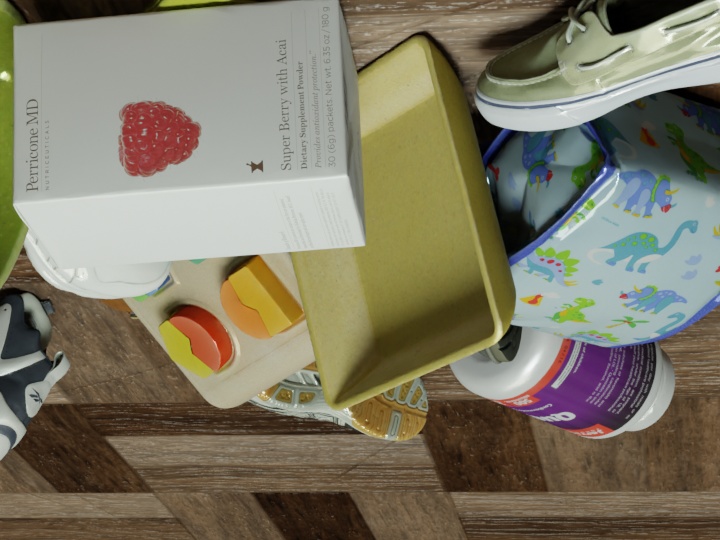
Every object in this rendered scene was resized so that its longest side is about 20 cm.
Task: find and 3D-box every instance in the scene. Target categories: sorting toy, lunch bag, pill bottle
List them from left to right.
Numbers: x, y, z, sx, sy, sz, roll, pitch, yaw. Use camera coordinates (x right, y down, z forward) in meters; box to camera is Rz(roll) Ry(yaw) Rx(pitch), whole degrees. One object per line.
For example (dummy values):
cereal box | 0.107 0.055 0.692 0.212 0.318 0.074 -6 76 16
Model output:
sorting toy | -0.117 0.007 1.532 0.200 0.036 0.185 48 139 -9
pill bottle | 0.167 0.070 1.710 0.112 0.113 0.200 -16 152 39
lunch bag | 0.156 -0.027 1.402 0.169 0.128 0.200 15 133 -29

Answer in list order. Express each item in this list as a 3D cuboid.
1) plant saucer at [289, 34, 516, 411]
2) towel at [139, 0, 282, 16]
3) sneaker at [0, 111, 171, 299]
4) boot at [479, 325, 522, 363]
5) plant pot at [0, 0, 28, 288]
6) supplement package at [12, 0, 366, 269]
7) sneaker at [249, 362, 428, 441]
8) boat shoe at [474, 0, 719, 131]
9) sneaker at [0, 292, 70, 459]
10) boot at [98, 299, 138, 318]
plant saucer | 0.027 -0.028 1.383 0.048 0.201 0.200 -7 168 -36
towel | -0.121 -0.136 1.344 0.086 0.018 0.200 8 158 -29
sneaker | -0.194 -0.046 1.437 0.099 0.078 0.200 -13 141 45
boot | 0.001 0.000 1.521 0.199 0.073 0.182 -14 110 27
plant pot | -0.318 -0.080 1.300 0.183 0.201 0.200 8 161 14
supplement package | -0.102 -0.081 1.292 0.199 0.122 0.120 -5 161 4
sneaker | -0.032 0.101 1.897 0.199 0.076 0.088 20 169 -32
boat shoe | 0.152 -0.138 1.258 0.199 0.072 0.062 -14 130 28
sneaker | -0.325 0.061 1.800 0.199 0.130 0.080 30 157 40
boot | -0.105 0.021 1.669 0.155 0.077 0.200 -11 161 40
